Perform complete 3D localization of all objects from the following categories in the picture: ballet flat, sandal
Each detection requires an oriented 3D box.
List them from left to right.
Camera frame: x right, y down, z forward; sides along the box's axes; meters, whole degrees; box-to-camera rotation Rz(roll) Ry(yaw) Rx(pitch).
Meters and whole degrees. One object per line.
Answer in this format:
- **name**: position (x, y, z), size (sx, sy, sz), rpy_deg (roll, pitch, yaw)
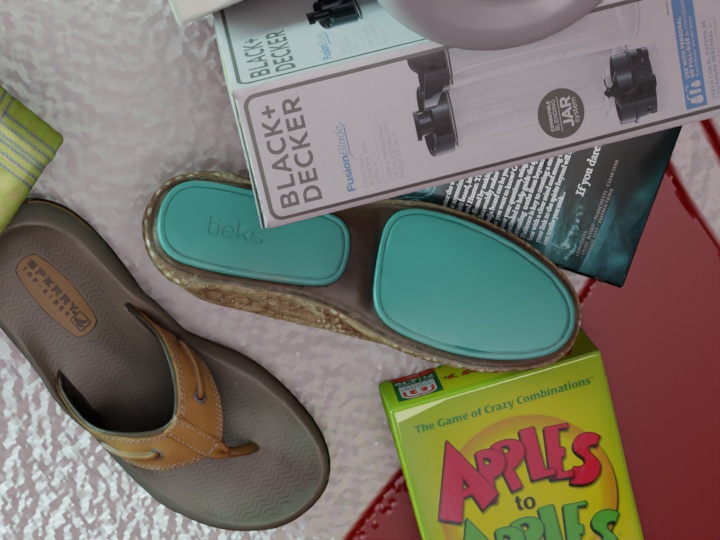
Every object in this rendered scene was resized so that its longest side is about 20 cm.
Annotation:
- **sandal**: position (-0.097, 0.048, 0.874), size (0.082, 0.055, 0.200), rpy_deg (-41, 103, 4)
- **ballet flat**: position (0.000, 0.000, 0.868), size (0.198, 0.065, 0.071), rpy_deg (17, 79, -4)

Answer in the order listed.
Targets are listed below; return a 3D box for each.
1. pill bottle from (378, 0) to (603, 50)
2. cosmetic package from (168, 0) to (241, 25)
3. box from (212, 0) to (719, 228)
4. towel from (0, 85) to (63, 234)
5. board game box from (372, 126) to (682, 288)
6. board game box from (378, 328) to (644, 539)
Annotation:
- **pill bottle**: position (0.030, -0.183, 0.749), size (0.115, 0.201, 0.117), rpy_deg (-9, 130, -11)
- **cosmetic package**: position (-0.082, -0.210, 0.792), size (0.071, 0.105, 0.202), rpy_deg (-23, 103, 0)
- **box**: position (0.043, -0.088, 0.792), size (0.198, 0.117, 0.061), rpy_deg (-14, 116, -1)
- **towel**: position (-0.240, -0.061, 0.804), size (0.199, 0.023, 0.144), rpy_deg (36, 100, -11)
- **board game box**: position (0.090, -0.107, 0.871), size (0.134, 0.028, 0.202), rpy_deg (18, 101, -9)
- **board game box**: position (0.083, 0.139, 0.917), size (0.101, 0.048, 0.202), rpy_deg (-15, 104, -2)
